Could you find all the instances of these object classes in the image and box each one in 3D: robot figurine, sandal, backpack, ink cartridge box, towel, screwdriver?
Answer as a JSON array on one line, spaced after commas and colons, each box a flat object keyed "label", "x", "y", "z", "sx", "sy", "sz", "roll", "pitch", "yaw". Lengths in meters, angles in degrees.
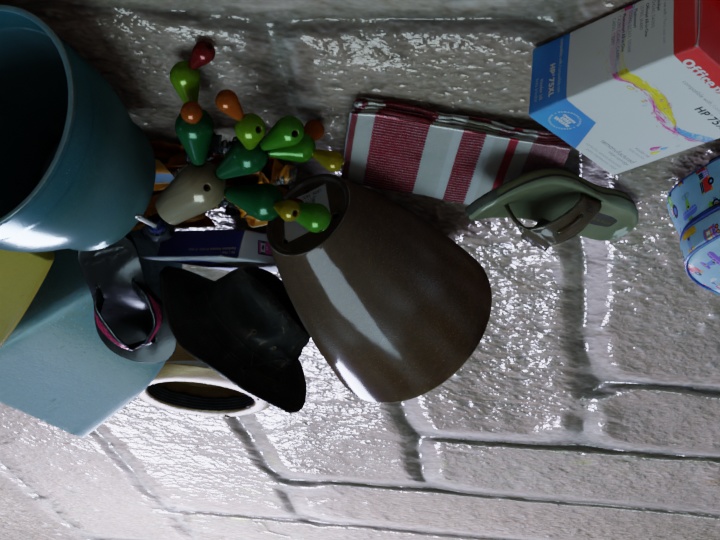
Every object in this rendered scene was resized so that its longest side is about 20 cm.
[{"label": "robot figurine", "x": -0.156, "y": -0.081, "z": 1.373, "sx": 0.200, "sy": 0.058, "sz": 0.145, "roll": -1, "pitch": 155, "yaw": 19}, {"label": "sandal", "x": -0.229, "y": 0.038, "z": 1.377, "sx": 0.075, "sy": 0.045, "sz": 0.200, "roll": -18, "pitch": 141, "yaw": -4}, {"label": "backpack", "x": 0.377, "y": -0.021, "z": 1.253, "sx": 0.200, "sy": 0.135, "sz": 0.183, "roll": 23, "pitch": 150, "yaw": -22}, {"label": "ink cartridge box", "x": -0.132, "y": -0.020, "z": 1.434, "sx": 0.095, "sy": 0.037, "sz": 0.200, "roll": 0, "pitch": 178, "yaw": 24}, {"label": "towel", "x": 0.085, "y": -0.103, "z": 1.300, "sx": 0.200, "sy": 0.023, "sz": 0.144, "roll": 10, "pitch": 155, "yaw": -1}, {"label": "ink cartridge box", "x": 0.244, "y": -0.153, "z": 1.094, "sx": 0.116, "sy": 0.067, "sz": 0.200, "roll": 28, "pitch": 148, "yaw": -36}, {"label": "screwdriver", "x": -0.189, "y": -0.039, "z": 1.284, "sx": 0.028, "sy": 0.029, "sz": 0.200, "roll": -19, "pitch": -176, "yaw": -2}, {"label": "sandal", "x": 0.186, "y": -0.048, "z": 1.292, "sx": 0.201, "sy": 0.057, "sz": 0.080, "roll": 8, "pitch": 151, "yaw": -36}]

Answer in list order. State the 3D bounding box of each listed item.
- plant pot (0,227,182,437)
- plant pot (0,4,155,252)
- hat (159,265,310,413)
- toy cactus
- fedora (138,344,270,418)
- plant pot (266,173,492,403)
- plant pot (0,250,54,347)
[{"label": "plant pot", "x": -0.298, "y": 0.028, "z": 1.506, "sx": 0.200, "sy": 0.197, "sz": 0.196, "roll": -29, "pitch": 138, "yaw": 30}, {"label": "plant pot", "x": -0.281, "y": -0.104, "z": 1.233, "sx": 0.200, "sy": 0.200, "sz": 0.188, "roll": -4, "pitch": 166, "yaw": 24}, {"label": "hat", "x": -0.106, "y": 0.047, "z": 1.421, "sx": 0.081, "sy": 0.201, "sz": 0.201, "roll": -44, "pitch": 131, "yaw": 18}, {"label": "toy cactus", "x": -0.118, "y": -0.101, "z": 1.261, "sx": 0.165, "sy": 0.102, "sz": 0.200, "roll": -31, "pitch": 123, "yaw": 28}, {"label": "fedora", "x": -0.198, "y": 0.125, "z": 1.786, "sx": 0.200, "sy": 0.082, "sz": 0.201, "roll": 2, "pitch": 157, "yaw": 1}, {"label": "plant pot", "x": 0.000, "y": 0.000, "z": 1.374, "sx": 0.187, "sy": 0.187, "sz": 0.200, "roll": -9, "pitch": 142, "yaw": 32}, {"label": "plant pot", "x": -0.409, "y": -0.036, "z": 1.352, "sx": 0.176, "sy": 0.200, "sz": 0.200, "roll": -35, "pitch": 143, "yaw": 22}]
